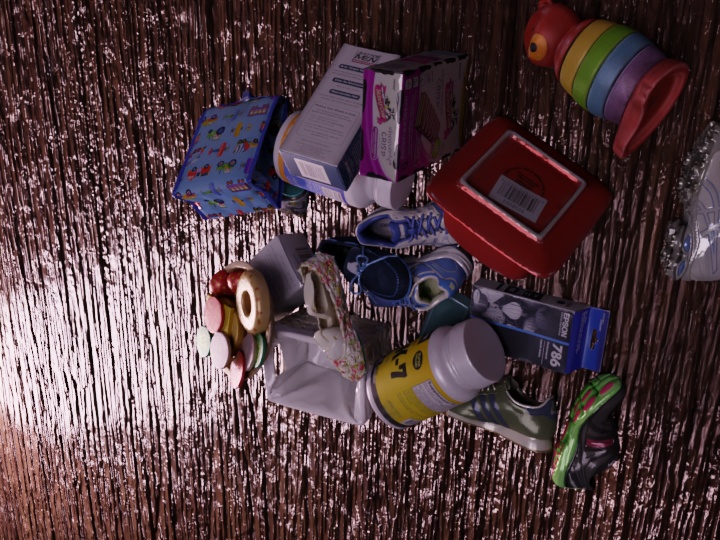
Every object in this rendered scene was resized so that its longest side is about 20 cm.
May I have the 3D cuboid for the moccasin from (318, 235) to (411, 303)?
[{"bbox_3d":[0.000,0.000,1.236,0.199,0.067,0.082,23,105,53],"label":"moccasin"}]

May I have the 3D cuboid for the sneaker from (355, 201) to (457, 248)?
[{"bbox_3d":[0.085,-0.060,1.196,0.197,0.088,0.077,-7,103,32],"label":"sneaker"}]

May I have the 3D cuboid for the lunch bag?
[{"bbox_3d":[-0.196,-0.196,1.280,0.148,0.094,0.204,-6,65,27],"label":"lunch bag"}]

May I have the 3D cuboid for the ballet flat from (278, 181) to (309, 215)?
[{"bbox_3d":[-0.159,-0.144,1.332,0.199,0.072,0.073,32,123,28],"label":"ballet flat"}]

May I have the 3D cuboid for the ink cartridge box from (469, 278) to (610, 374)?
[{"bbox_3d":[0.253,0.083,1.175,0.197,0.039,0.101,14,114,27],"label":"ink cartridge box"}]

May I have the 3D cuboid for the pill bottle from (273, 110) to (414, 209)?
[{"bbox_3d":[-0.022,-0.160,1.210,0.197,0.112,0.114,21,118,24],"label":"pill bottle"}]

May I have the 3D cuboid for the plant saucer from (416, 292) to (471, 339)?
[{"bbox_3d":[0.119,0.119,1.286,0.069,0.019,0.203,30,120,19],"label":"plant saucer"}]

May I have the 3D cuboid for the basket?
[{"bbox_3d":[-0.050,0.150,1.339,0.197,0.123,0.138,9,113,30],"label":"basket"}]

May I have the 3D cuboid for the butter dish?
[{"bbox_3d":[0.198,-0.071,1.086,0.199,0.199,0.149,37,147,14],"label":"butter dish"}]

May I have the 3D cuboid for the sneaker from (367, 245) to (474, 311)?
[{"bbox_3d":[0.077,0.021,1.226,0.198,0.077,0.076,-23,116,44],"label":"sneaker"}]

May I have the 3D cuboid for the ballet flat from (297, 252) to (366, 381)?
[{"bbox_3d":[-0.049,0.072,1.214,0.075,0.063,0.204,-30,74,45],"label":"ballet flat"}]

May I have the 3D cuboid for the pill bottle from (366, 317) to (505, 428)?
[{"bbox_3d":[0.111,0.151,1.203,0.199,0.114,0.115,-32,90,39],"label":"pill bottle"}]

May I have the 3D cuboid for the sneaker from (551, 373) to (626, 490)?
[{"bbox_3d":[0.340,0.233,1.167,0.082,0.077,0.203,18,121,6],"label":"sneaker"}]

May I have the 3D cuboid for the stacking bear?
[{"bbox_3d":[0.282,-0.253,0.986,0.200,0.113,0.123,42,150,24],"label":"stacking bear"}]

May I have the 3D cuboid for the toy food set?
[{"bbox_3d":[-0.203,0.086,1.331,0.198,0.048,0.202,22,106,48],"label":"toy food set"}]

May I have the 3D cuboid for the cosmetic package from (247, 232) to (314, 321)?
[{"bbox_3d":[-0.155,0.031,1.381,0.199,0.073,0.103,-40,71,34],"label":"cosmetic package"}]

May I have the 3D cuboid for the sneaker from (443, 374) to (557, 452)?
[{"bbox_3d":[0.208,0.197,1.237,0.197,0.067,0.092,19,104,30],"label":"sneaker"}]

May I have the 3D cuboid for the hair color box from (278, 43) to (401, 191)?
[{"bbox_3d":[-0.021,-0.217,1.140,0.099,0.202,0.061,19,157,24],"label":"hair color box"}]

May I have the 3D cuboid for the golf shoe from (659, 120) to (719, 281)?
[{"bbox_3d":[0.434,-0.080,0.990,0.095,0.079,0.204,9,120,10],"label":"golf shoe"}]

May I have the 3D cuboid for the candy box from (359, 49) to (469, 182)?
[{"bbox_3d":[0.074,-0.209,1.075,0.060,0.199,0.139,15,117,26],"label":"candy box"}]
